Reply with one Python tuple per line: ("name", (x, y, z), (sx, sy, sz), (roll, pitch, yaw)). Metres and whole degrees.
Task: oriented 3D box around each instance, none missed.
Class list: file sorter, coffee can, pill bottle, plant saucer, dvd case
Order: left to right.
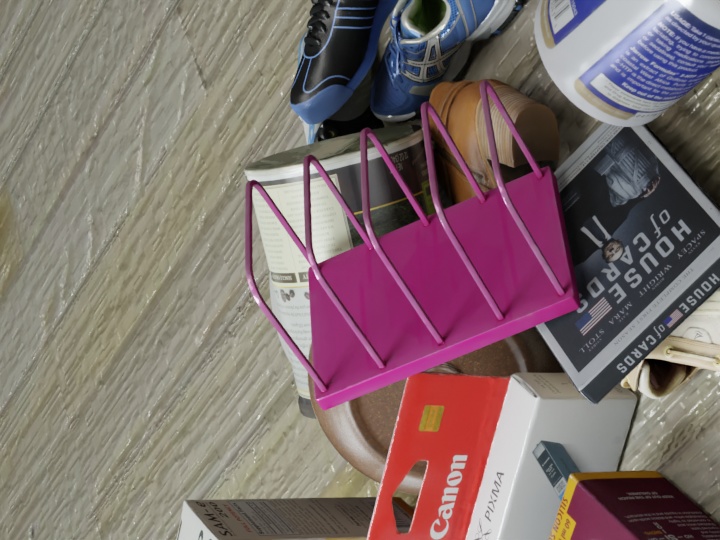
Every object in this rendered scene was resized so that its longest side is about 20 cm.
("coffee can", (0.000, 0.000, 1.653), (0.146, 0.146, 0.202), (1, 107, 57))
("file sorter", (0.030, -0.024, 1.460), (0.199, 0.126, 0.140), (-23, 39, 16))
("plant saucer", (0.059, 0.083, 1.570), (0.037, 0.199, 0.202), (-88, 11, -73))
("dvd case", (0.173, -0.015, 1.455), (0.150, 0.025, 0.200), (-45, 33, 10))
("pill bottle", (0.217, -0.194, 1.401), (0.200, 0.119, 0.121), (-40, 56, 49))

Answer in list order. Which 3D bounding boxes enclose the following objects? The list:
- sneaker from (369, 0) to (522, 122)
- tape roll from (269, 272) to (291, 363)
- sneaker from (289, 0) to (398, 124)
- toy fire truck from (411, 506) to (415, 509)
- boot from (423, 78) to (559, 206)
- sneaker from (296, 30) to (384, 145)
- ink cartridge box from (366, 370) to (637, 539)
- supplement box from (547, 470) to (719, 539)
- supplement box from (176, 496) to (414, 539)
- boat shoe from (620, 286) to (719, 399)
("sneaker", (0.051, -0.192, 1.694), (0.200, 0.077, 0.076), (-52, 50, 45))
("tape roll", (-0.015, 0.002, 1.823), (0.202, 0.037, 0.205), (-4, 86, 57))
("sneaker", (-0.016, -0.221, 1.725), (0.070, 0.078, 0.201), (11, 70, 57))
("toy fire truck", (0.060, 0.215, 1.690), (0.141, 0.048, 0.202), (-36, 59, 52))
("boot", (0.097, -0.049, 1.636), (0.155, 0.073, 0.202), (26, 111, 62))
("sneaker", (-0.022, -0.129, 1.789), (0.073, 0.071, 0.201), (-47, 34, 46))
("ink cartridge box", (0.096, 0.172, 1.520), (0.045, 0.175, 0.201), (40, 121, 53))
("supplement box", (0.212, 0.234, 1.423), (0.200, 0.085, 0.111), (43, 123, 49))
("supplement box", (-0.048, 0.247, 1.627), (0.073, 0.199, 0.127), (36, 119, 54))
("boat shoe", (0.204, 0.054, 1.452), (0.199, 0.073, 0.070), (-11, 74, 55))
